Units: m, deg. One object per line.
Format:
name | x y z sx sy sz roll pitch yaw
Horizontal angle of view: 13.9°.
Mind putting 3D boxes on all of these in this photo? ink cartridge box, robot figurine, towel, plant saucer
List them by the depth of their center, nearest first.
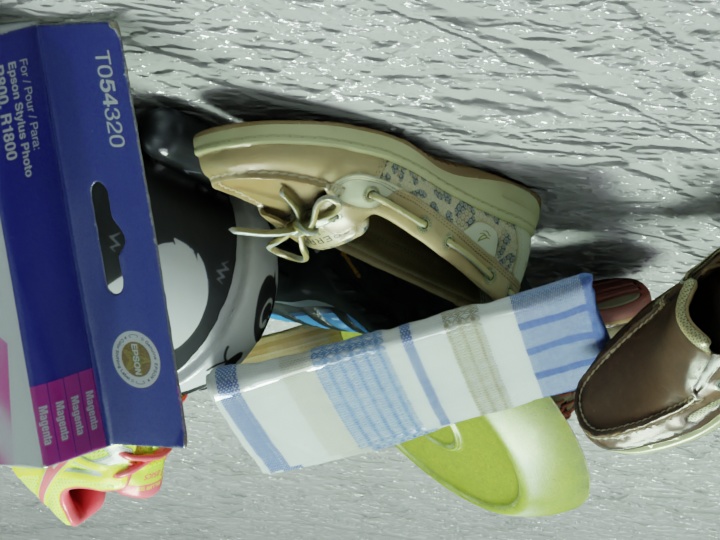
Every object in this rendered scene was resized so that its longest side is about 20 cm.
ink cartridge box | -0.181 -0.010 1.320 0.199 0.197 0.043 0 -165 35
robot figurine | -0.131 -0.008 1.438 0.150 0.125 0.200 -5 161 43
towel | 0.028 0.051 1.480 0.199 0.024 0.147 -16 158 5
plant saucer | 0.044 0.072 1.660 0.200 0.031 0.200 39 160 17

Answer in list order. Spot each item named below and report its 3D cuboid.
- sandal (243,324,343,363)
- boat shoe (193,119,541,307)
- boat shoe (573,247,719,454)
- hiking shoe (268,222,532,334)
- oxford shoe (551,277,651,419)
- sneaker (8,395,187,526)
sandal | -0.099 0.034 1.690 0.211 0.070 0.077 -15 179 39
boat shoe | 0.006 -0.027 1.413 0.199 0.063 0.073 14 167 -34
boat shoe | 0.171 0.022 1.414 0.202 0.075 0.075 -38 150 30
hiking shoe | 0.000 0.000 1.563 0.199 0.075 0.087 16 178 6
oxford shoe | 0.113 0.048 1.632 0.070 0.075 0.200 -14 179 -19
sneaker | -0.127 0.078 1.633 0.078 0.090 0.200 -28 172 -44
